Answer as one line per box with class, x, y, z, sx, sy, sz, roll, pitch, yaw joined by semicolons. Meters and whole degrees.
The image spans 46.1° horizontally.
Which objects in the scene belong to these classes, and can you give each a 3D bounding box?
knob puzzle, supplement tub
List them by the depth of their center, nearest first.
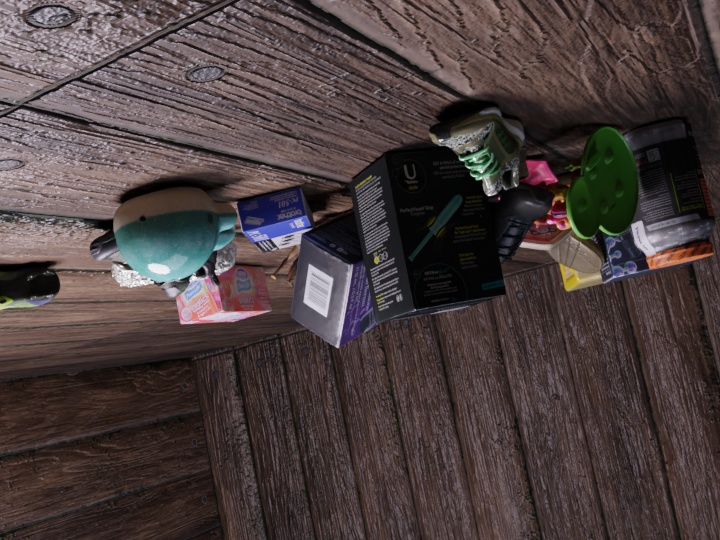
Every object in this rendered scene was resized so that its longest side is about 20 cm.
supplement tub;0.458;-0.112;1.274;0.120;0.205;0.123;-11;173;-1
knob puzzle;0.260;-0.096;1.358;0.214;0.031;0.221;0;-146;0

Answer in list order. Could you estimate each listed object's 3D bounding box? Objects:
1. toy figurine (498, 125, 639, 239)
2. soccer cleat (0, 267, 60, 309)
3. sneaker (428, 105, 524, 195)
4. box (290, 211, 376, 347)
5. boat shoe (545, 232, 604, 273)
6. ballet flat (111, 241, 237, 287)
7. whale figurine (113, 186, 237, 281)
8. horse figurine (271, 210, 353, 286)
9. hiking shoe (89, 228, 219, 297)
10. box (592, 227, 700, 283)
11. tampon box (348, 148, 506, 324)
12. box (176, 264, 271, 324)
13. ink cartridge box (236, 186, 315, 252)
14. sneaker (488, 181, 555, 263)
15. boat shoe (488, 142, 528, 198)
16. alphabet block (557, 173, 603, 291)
toy figurine;0.278;-0.108;1.233;0.182;0.152;0.199;-5;-153;47
soccer cleat;-0.536;0.032;1.230;0.083;0.066;0.198;-15;173;41
sneaker;0.150;-0.137;1.002;0.076;0.091;0.198;-16;172;34
box;0.000;0.000;1.293;0.103;0.151;0.198;29;-144;29
boat shoe;0.325;-0.068;1.406;0.063;0.199;0.074;-38;143;-29
ballet flat;-0.285;-0.018;1.290;0.195;0.073;0.072;-12;173;-6
whale figurine;-0.224;-0.036;1.068;0.156;0.106;0.200;-14;170;12
horse figurine;-0.079;-0.038;1.414;0.133;0.050;0.200;-51;-172;-28
hiking shoe;-0.274;-0.014;1.168;0.197;0.103;0.075;-5;170;-44
box;0.454;-0.096;1.389;0.145;0.205;0.107;-13;173;6
tampon box;0.088;-0.046;1.140;0.147;0.205;0.126;-7;172;-25
box;-0.269;0.047;1.671;0.101;0.097;0.199;-15;173;22
ink cartridge box;-0.118;-0.070;1.238;0.092;0.045;0.200;-14;173;0
sneaker;0.202;-0.059;1.150;0.074;0.093;0.200;15;164;-9
boat shoe;0.178;-0.133;1.188;0.070;0.064;0.200;-11;172;-12
alphabet block;0.457;-0.083;1.539;0.195;0.200;0.196;-12;171;7
